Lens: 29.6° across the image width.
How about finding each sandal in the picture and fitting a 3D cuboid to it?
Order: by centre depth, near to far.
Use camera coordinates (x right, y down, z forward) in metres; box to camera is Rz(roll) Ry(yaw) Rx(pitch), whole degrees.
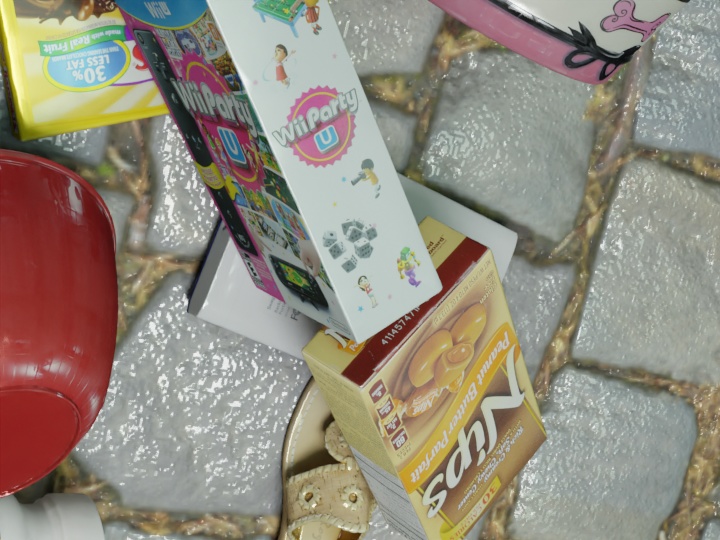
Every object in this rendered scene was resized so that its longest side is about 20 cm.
[{"bbox_3d":[-0.017,0.167,0.891,0.077,0.069,0.214,16,96,-29],"label":"sandal"}]

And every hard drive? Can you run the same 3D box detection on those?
[{"bbox_3d":[0.000,0.000,0.874,0.198,0.025,0.133,24,86,-30],"label":"hard drive"}]

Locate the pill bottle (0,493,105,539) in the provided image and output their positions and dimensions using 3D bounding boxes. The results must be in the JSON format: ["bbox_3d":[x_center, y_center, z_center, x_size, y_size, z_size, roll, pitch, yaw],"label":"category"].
[{"bbox_3d":[-0.247,0.175,0.748,0.198,0.116,0.118,2,103,-27],"label":"pill bottle"}]

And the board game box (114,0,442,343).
[{"bbox_3d":[-0.047,-0.075,0.733,0.064,0.147,0.202,-31,113,-19],"label":"board game box"}]

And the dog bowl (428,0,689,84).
[{"bbox_3d":[0.090,-0.181,0.790,0.198,0.201,0.074,20,112,-30],"label":"dog bowl"}]

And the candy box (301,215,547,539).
[{"bbox_3d":[0.046,0.078,0.835,0.115,0.055,0.201,-45,140,-19],"label":"candy box"}]

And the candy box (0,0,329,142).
[{"bbox_3d":[-0.110,-0.143,0.785,0.198,0.026,0.104,-15,112,-23],"label":"candy box"}]

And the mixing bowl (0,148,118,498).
[{"bbox_3d":[-0.202,0.047,0.687,0.198,0.109,0.201,-21,146,-15],"label":"mixing bowl"}]
